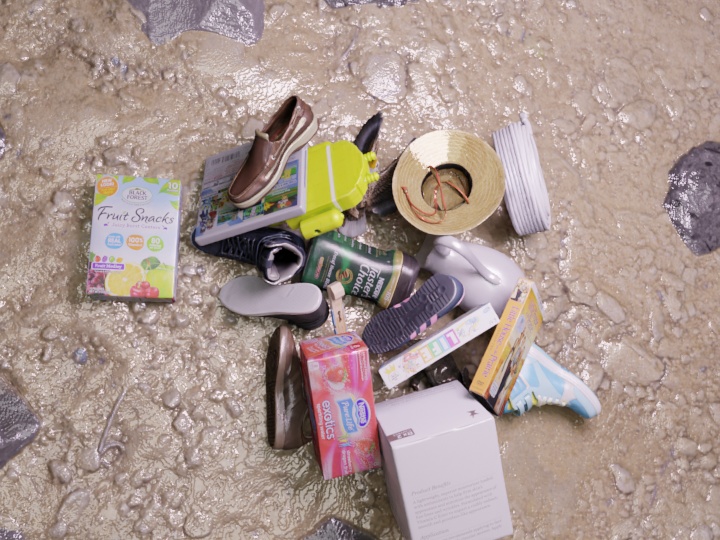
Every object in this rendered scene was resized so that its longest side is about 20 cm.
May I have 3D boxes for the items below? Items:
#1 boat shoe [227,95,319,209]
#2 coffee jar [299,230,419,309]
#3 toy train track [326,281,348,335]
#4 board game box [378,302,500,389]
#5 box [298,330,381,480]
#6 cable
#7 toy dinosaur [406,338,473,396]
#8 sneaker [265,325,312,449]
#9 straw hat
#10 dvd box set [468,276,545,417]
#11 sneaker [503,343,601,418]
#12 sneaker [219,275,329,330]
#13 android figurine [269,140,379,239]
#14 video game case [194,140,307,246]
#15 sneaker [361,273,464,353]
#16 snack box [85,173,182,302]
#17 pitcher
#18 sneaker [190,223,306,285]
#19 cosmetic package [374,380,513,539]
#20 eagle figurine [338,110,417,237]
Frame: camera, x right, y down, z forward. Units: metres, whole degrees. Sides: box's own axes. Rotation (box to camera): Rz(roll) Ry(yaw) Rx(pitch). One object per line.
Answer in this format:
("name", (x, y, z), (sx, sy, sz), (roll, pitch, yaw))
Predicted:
("boat shoe", (-0.152, -0.195, 1.083), (0.074, 0.075, 0.204), (25, 72, 36))
("coffee jar", (0.000, 0.000, 1.176), (0.196, 0.086, 0.106), (16, 108, -7))
("toy train track", (-0.022, 0.119, 1.138), (0.114, 0.032, 0.204), (-26, 114, -42))
("board game box", (0.123, 0.119, 1.089), (0.198, 0.134, 0.035), (-31, 84, 2))
("box", (-0.032, 0.212, 1.082), (0.100, 0.095, 0.204), (-9, 104, -12))
("cable", (0.289, -0.163, 1.217), (0.068, 0.201, 0.203), (-13, 114, 19))
("toy dinosaur", (0.134, 0.174, 1.195), (0.200, 0.077, 0.102), (46, 64, 6))
("sneaker", (-0.117, 0.196, 1.145), (0.074, 0.070, 0.205), (5, 83, -27))
("straw hat", (0.145, -0.134, 1.167), (0.196, 0.085, 0.205), (-1, 68, 2))
("dvd box set", (0.246, 0.130, 1.120), (0.029, 0.146, 0.203), (20, 75, 29))
("sneaker", (0.320, 0.227, 1.209), (0.199, 0.080, 0.131), (38, 73, 8))
("sneaker", (-0.141, 0.062, 1.157), (0.196, 0.099, 0.072), (3, 66, 22))
("android figurine", (-0.064, -0.139, 1.102), (0.197, 0.041, 0.185), (-20, 52, 13))
("video game case", (-0.178, -0.143, 1.126), (0.196, 0.022, 0.185), (-15, 54, 18))
("sneaker", (0.093, 0.079, 1.140), (0.199, 0.082, 0.071), (-34, 69, 25))
("snack box", (-0.376, -0.052, 1.139), (0.139, 0.053, 0.205), (3, 79, -11))
("pitcher", (0.198, 0.005, 1.177), (0.198, 0.172, 0.122), (33, 84, -2))
("sneaker", (-0.185, -0.037, 1.120), (0.198, 0.147, 0.079), (5, 108, -9))
("cosmetic package", (0.124, 0.312, 1.075), (0.161, 0.165, 0.204), (-13, 103, -9))
("eagle figurine", (0.020, -0.166, 1.197), (0.200, 0.150, 0.153), (-46, 114, -31))
